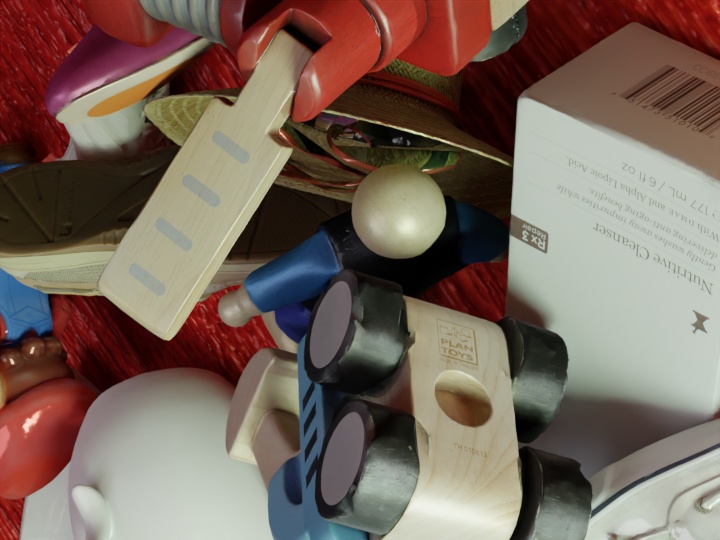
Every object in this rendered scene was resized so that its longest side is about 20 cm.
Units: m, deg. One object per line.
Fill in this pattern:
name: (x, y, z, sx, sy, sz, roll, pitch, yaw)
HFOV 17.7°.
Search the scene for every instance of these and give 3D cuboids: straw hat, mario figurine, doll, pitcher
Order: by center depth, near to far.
straw hat: (0.004, -0.086, 1.011, 0.201, 0.201, 0.085, 4, 77, 49)
doll: (0.000, 0.000, 1.038, 0.200, 0.136, 0.049, 128, 128, -72)
pitcher: (-0.105, 0.152, 1.222, 0.121, 0.171, 0.201, -34, 57, 31)
mario figurine: (-0.218, 0.033, 1.316, 0.106, 0.123, 0.201, 140, 119, -67)

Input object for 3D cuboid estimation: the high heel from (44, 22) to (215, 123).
high heel: (-0.085, -0.138, 0.994, 0.096, 0.200, 0.067, 54, 141, -5)

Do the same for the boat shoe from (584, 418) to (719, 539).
boat shoe: (0.154, 0.108, 0.894, 0.075, 0.201, 0.086, 55, -166, -36)

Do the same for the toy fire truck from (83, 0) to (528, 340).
toy fire truck: (-0.051, -0.093, 0.875, 0.176, 0.200, 0.129, 24, 141, 30)

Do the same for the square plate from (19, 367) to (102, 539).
square plate: (-0.131, 0.174, 1.422, 0.200, 0.028, 0.198, 42, 141, 22)

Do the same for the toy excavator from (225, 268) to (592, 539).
toy excavator: (-0.004, 0.077, 0.975, 0.200, 0.100, 0.195, -52, 31, 41)

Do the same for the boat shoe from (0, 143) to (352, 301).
boat shoe: (-0.093, -0.018, 1.166, 0.199, 0.072, 0.065, -3, 151, 15)

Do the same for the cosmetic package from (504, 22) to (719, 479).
cosmetic package: (0.124, 0.014, 0.953, 0.113, 0.081, 0.201, 28, 134, 33)

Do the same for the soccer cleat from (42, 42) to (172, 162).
soccer cleat: (-0.122, -0.064, 1.211, 0.078, 0.069, 0.200, 45, 150, 10)
